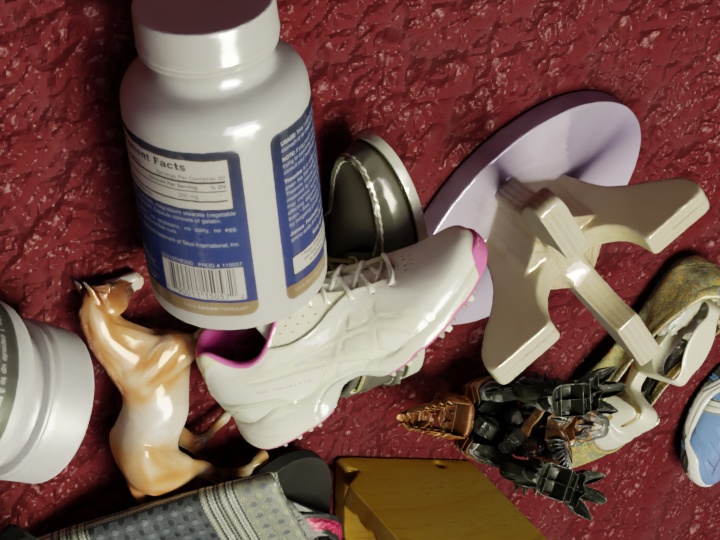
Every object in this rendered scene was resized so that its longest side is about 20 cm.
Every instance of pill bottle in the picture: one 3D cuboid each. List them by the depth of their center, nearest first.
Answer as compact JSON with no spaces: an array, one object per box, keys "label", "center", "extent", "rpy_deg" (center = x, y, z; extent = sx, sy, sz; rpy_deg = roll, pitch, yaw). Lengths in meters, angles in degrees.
[{"label":"pill bottle","center":[-0.259,0.061,1.213],"extent":[0.200,0.114,0.114],"rpy_deg":[17,109,-41]},{"label":"pill bottle","center":[-0.081,-0.073,1.249],"extent":[0.111,0.111,0.200],"rpy_deg":[-22,131,-22]}]

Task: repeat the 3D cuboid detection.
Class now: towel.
[{"label":"towel","center":[-0.112,0.223,1.441],"extent":[0.192,0.035,0.200],"rpy_deg":[-18,129,8]}]

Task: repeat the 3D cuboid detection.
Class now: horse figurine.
[{"label":"horse figurine","center":[-0.120,0.086,1.376],"extent":[0.132,0.050,0.200],"rpy_deg":[-16,126,-34]}]

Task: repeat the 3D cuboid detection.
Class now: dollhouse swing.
[{"label":"dollhouse swing","center":[0.063,0.261,1.522],"extent":[0.182,0.200,0.176],"rpy_deg":[5,117,-38]}]

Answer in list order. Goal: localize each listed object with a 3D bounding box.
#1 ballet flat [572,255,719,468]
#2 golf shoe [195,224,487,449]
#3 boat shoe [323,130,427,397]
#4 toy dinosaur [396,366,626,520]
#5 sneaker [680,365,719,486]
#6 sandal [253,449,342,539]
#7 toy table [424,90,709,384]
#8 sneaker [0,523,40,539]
[{"label":"ballet flat","center":[0.212,0.080,1.598],"extent":[0.071,0.071,0.200],"rpy_deg":[28,102,-44]},{"label":"golf shoe","center":[-0.014,0.028,1.322],"extent":[0.200,0.075,0.092],"rpy_deg":[-37,118,10]},{"label":"boat shoe","center":[0.002,0.002,1.389],"extent":[0.060,0.072,0.202],"rpy_deg":[-27,136,-24]},{"label":"toy dinosaur","center":[0.107,0.114,1.498],"extent":[0.200,0.136,0.102],"rpy_deg":[-21,112,-38]},{"label":"sneaker","center":[0.334,0.097,1.688],"extent":[0.200,0.077,0.076],"rpy_deg":[-49,136,5]},{"label":"sandal","center":[-0.040,0.197,1.492],"extent":[0.075,0.045,0.200],"rpy_deg":[-31,142,-21]},{"label":"toy table","center":[0.134,-0.020,1.438],"extent":[0.200,0.117,0.184],"rpy_deg":[-50,135,5]},{"label":"sneaker","center":[-0.221,0.232,1.384],"extent":[0.075,0.079,0.200],"rpy_deg":[-34,164,-39]}]
